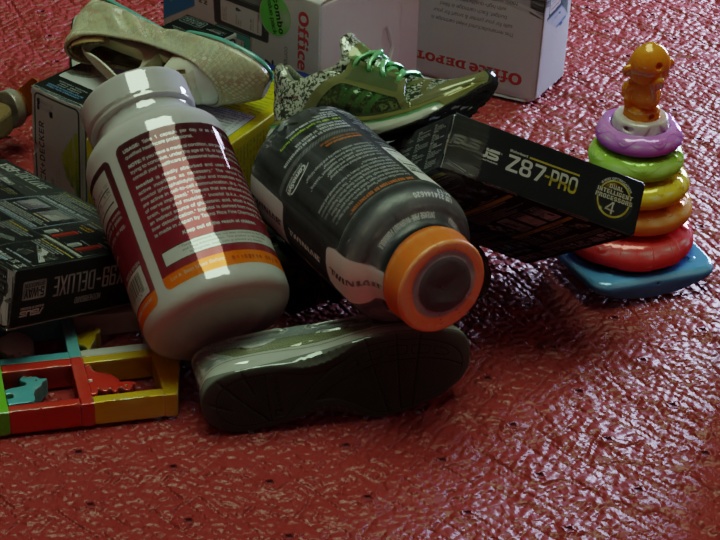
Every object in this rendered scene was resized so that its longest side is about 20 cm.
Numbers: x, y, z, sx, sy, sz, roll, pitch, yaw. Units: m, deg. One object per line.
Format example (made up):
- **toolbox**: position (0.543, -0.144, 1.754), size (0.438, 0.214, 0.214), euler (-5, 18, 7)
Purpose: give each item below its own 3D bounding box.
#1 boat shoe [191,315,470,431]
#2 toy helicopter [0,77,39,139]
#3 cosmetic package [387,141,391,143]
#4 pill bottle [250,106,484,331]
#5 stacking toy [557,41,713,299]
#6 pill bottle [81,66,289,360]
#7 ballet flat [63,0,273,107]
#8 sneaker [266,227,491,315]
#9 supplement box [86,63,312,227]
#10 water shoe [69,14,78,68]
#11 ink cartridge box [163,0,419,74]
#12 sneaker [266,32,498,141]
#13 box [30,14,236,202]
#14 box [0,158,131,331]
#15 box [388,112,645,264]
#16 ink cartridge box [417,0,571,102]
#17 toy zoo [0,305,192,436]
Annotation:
- **boat shoe**: position (-0.021, 0.065, 1.494), size (0.200, 0.075, 0.065), euler (-12, 36, -9)
- **toy helicopter**: position (-0.353, -0.144, 1.837), size (0.131, 0.080, 0.200), euler (-15, 21, -14)
- **cosmetic package**: position (0.027, -0.123, 1.753), size (0.082, 0.051, 0.200), euler (8, 2, 13)
- **pill bottle**: position (0.009, -0.033, 1.484), size (0.105, 0.107, 0.200), euler (-14, 33, -25)
- **stacking toy**: position (0.218, -0.089, 1.641), size (0.115, 0.202, 0.110), euler (-10, 32, -18)
- **pill bottle**: position (-0.135, -0.046, 1.523), size (0.112, 0.113, 0.201), euler (-12, 64, -23)
- **ballet flat**: position (-0.159, -0.165, 1.685), size (0.199, 0.068, 0.063), euler (22, 63, 32)
- **sneaker**: position (0.000, 0.000, 1.605), size (0.198, 0.077, 0.114), euler (18, 35, 31)
- **supplement box**: position (-0.126, -0.088, 1.712), size (0.108, 0.110, 0.200), euler (16, 32, 24)
- **water shoe**: position (-0.231, -0.191, 1.922), size (0.078, 0.072, 0.201), euler (0, 31, -7)
- **ink cartridge box**: position (-0.064, -0.228, 1.918), size (0.199, 0.148, 0.146), euler (24, 36, 34)
- **sneaker**: position (0.008, -0.144, 1.604), size (0.198, 0.090, 0.077), euler (-11, -2, 22)
- **box**: position (-0.192, -0.131, 1.778), size (0.060, 0.118, 0.199), euler (24, 35, 29)
- **box**: position (-0.272, -0.025, 1.588), size (0.199, 0.050, 0.157), euler (26, 23, 34)
- **box**: position (0.103, -0.059, 1.584), size (0.160, 0.050, 0.200), euler (17, -10, -15)
- **ink cartridge box**: position (0.123, -0.279, 1.963), size (0.145, 0.202, 0.086), euler (15, 31, 22)
- **toy zoo**: position (-0.212, 0.071, 1.521), size (0.198, 0.021, 0.131), euler (-6, 30, -12)
